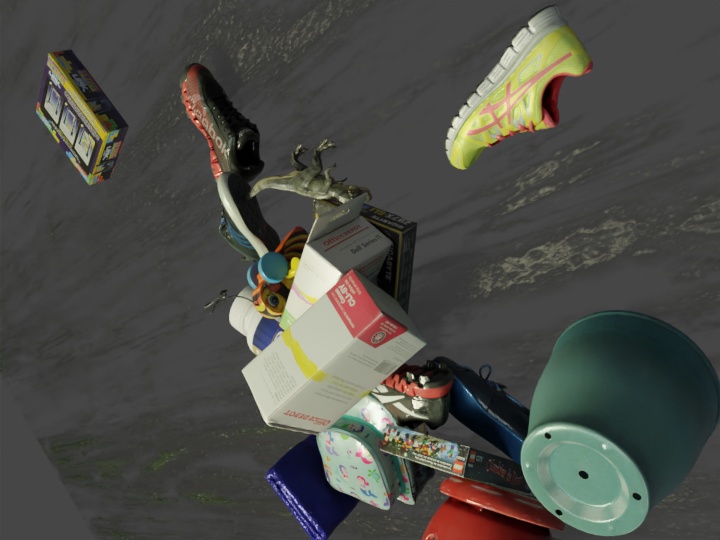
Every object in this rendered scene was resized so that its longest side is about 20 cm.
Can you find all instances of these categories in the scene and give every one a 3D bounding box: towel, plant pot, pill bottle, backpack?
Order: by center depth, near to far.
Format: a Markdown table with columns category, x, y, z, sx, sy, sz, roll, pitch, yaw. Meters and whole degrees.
| category | x | y | z | sx | sy | sz | roll | pitch | yaw |
| --- | --- | --- | --- | --- | --- | --- | --- | --- | --- |
| plant pot | 0.276 | 0.176 | 0.685 | 0.198 | 0.187 | 0.204 | 19 | 124 | 31 |
| plant pot | 0.175 | 0.390 | 0.840 | 0.198 | 0.200 | 0.186 | 4 | 73 | 38 |
| backpack | 0.019 | 0.265 | 0.991 | 0.175 | 0.150 | 0.204 | 7 | 113 | 39 |
| pill bottle | -0.121 | 0.107 | 1.036 | 0.198 | 0.119 | 0.121 | 30 | 130 | 24 |
| towel | -0.061 | 0.356 | 1.065 | 0.148 | 0.199 | 0.050 | 46 | 122 | 11 |

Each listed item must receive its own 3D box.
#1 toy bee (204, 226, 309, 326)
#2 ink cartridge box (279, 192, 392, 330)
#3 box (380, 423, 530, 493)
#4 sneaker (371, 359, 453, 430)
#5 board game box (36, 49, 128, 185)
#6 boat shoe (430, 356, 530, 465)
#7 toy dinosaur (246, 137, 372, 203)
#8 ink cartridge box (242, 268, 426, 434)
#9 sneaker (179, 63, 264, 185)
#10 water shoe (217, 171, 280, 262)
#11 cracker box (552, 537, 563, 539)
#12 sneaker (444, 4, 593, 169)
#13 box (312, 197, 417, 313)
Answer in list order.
| category | x | y | z | sx | sy | sz | roll | pitch | yaw |
| --- | --- | --- | --- | --- | --- | --- | --- | --- | --- |
| toy bee | -0.133 | 0.030 | 0.957 | 0.109 | 0.200 | 0.131 | 50 | 167 | -8 |
| ink cartridge box | -0.029 | 0.005 | 0.835 | 0.067 | 0.117 | 0.202 | 39 | 133 | 19 |
| box | 0.139 | 0.263 | 0.858 | 0.135 | 0.199 | 0.038 | 5 | 72 | 43 |
| sneaker | 0.053 | 0.173 | 0.883 | 0.198 | 0.070 | 0.100 | 6 | 110 | 48 |
| board game box | -0.559 | -0.303 | 1.232 | 0.201 | 0.056 | 0.165 | 52 | 133 | 5 |
| boat shoe | 0.180 | 0.190 | 0.864 | 0.200 | 0.068 | 0.085 | 42 | 142 | 16 |
| toy dinosaur | -0.076 | -0.141 | 0.890 | 0.196 | 0.047 | 0.090 | 6 | 77 | 23 |
| ink cartridge box | -0.032 | 0.112 | 0.800 | 0.200 | 0.145 | 0.084 | -42 | 57 | 8 |
| sneaker | -0.207 | -0.226 | 0.952 | 0.097 | 0.071 | 0.204 | -7 | 110 | 42 |
| water shoe | -0.194 | -0.071 | 0.977 | 0.077 | 0.073 | 0.201 | -5 | 142 | 16 |
| cracker box | 0.297 | 0.472 | 0.921 | 0.198 | 0.057 | 0.136 | -2 | 111 | 42 |
| sneaker | 0.167 | -0.174 | 0.666 | 0.090 | 0.078 | 0.201 | 45 | 134 | 8 |
| box | 0.000 | 0.000 | 0.925 | 0.158 | 0.049 | 0.203 | 25 | 127 | 30 |
